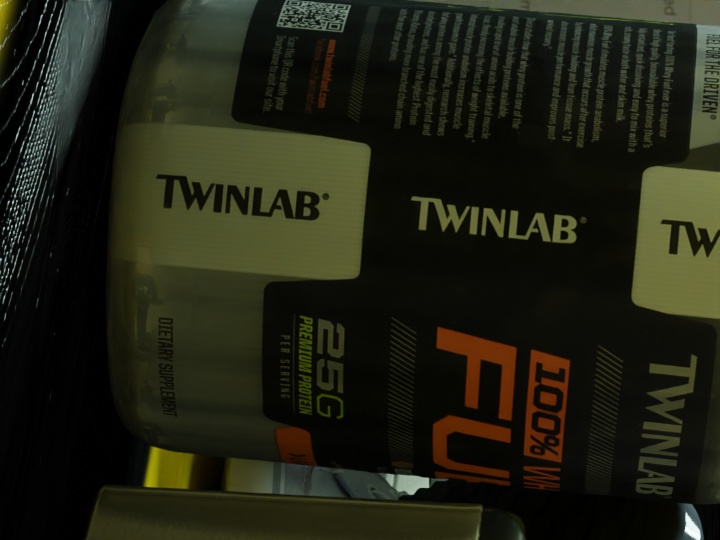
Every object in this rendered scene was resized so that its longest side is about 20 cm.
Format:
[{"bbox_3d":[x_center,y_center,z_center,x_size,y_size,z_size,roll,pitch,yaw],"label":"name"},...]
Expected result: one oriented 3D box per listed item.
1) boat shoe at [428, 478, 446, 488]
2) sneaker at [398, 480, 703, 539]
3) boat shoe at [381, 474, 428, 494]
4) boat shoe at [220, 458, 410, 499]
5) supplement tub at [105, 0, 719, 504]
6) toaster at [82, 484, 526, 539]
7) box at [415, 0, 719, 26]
[{"bbox_3d":[0.057,0.058,0.958,0.200,0.068,0.075,-47,138,-87],"label":"boat shoe"},{"bbox_3d":[0.033,0.106,0.818,0.078,0.199,0.066,47,48,-21],"label":"sneaker"},{"bbox_3d":[0.011,0.045,1.087,0.074,0.060,0.201,-33,142,-42],"label":"boat shoe"},{"bbox_3d":[-0.011,0.091,0.974,0.200,0.068,0.073,75,20,-75],"label":"boat shoe"},{"bbox_3d":[0.041,-0.006,0.733,0.123,0.198,0.124,5,90,-84],"label":"supplement tub"},{"bbox_3d":[-0.018,0.165,0.702,0.201,0.118,0.182,89,7,-48],"label":"toaster"},{"bbox_3d":[0.072,-0.193,0.894,0.199,0.170,0.201,-60,153,-59],"label":"box"}]
